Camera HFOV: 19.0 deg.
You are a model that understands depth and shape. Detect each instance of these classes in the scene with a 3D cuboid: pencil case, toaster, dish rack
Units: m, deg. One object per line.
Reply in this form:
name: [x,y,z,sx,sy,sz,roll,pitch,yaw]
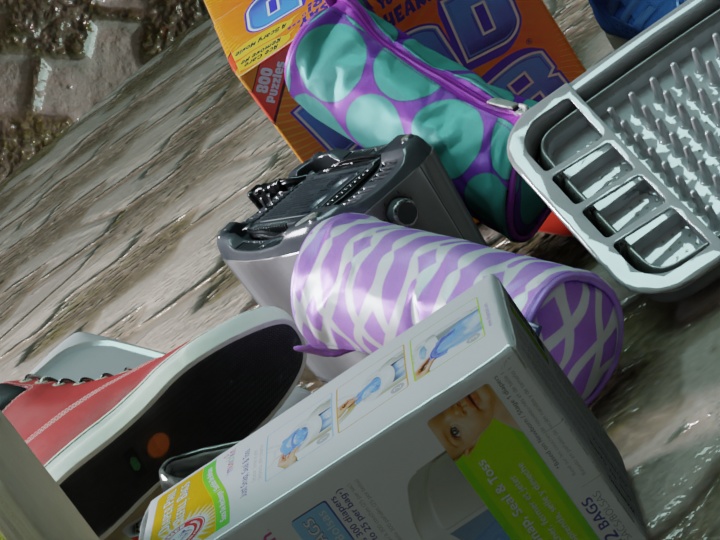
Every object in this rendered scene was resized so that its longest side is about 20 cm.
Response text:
pencil case: [0.045,-0.100,1.342,0.200,0.093,0.085,33,49,31]
pencil case: [0.048,0.025,1.134,0.084,0.086,0.200,7,7,-41]
toaster: [0.000,0.000,1.320,0.114,0.129,0.200,-40,15,-25]
dish rack: [0.197,-0.073,1.170,0.200,0.044,0.172,-36,44,-2]

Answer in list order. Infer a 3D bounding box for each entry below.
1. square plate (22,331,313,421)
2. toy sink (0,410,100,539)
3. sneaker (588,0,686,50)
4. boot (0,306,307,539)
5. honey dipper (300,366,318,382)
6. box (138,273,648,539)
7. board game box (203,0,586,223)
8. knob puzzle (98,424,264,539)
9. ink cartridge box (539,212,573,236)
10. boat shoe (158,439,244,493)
square plate: [-0.153,0.103,1.321,0.198,0.029,0.200,14,35,26]
toy sink: [-0.146,0.177,0.924,0.112,0.200,0.130,-35,15,-3]
sneaker: [0.215,-0.219,1.584,0.077,0.111,0.200,-37,14,-10]
boot: [-0.140,0.070,1.256,0.200,0.073,0.144,-34,34,-22]
honey dipper: [-0.035,0.032,1.498,0.038,0.038,0.200,-33,12,7]
box: [0.011,0.112,0.955,0.200,0.113,0.101,-33,15,9]
board game box: [0.029,-0.158,1.541,0.200,0.200,0.200,-34,30,5]
knob puzzle: [-0.039,0.131,1.174,0.219,0.031,0.220,-20,20,8]
ink cartridge box: [0.194,-0.086,1.319,0.160,0.047,0.200,-40,17,-17]
boat shoe: [-0.013,0.106,1.063,0.199,0.071,0.072,-15,22,19]
